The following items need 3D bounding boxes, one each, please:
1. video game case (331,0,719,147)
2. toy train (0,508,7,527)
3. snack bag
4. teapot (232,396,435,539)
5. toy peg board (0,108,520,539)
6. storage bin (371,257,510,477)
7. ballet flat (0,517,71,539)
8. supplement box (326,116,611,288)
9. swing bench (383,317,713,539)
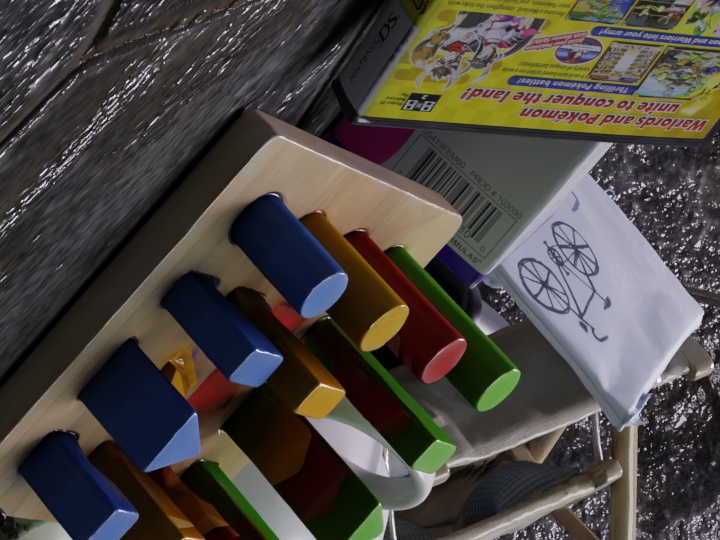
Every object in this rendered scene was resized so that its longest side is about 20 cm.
[{"bbox_3d":[0.111,-0.123,1.111,0.199,0.026,0.181,1,138,-37],"label":"video game case"},{"bbox_3d":[-0.193,0.139,1.127,0.034,0.046,0.200,-60,-177,-40],"label":"toy train"},{"bbox_3d":[0.095,-0.020,1.419,0.021,0.200,0.189,-40,180,25],"label":"snack bag"},{"bbox_3d":[-0.047,0.121,1.361,0.200,0.145,0.198,-83,-164,-77],"label":"teapot"},{"bbox_3d":[-0.038,0.056,1.142,0.200,0.098,0.199,-48,157,10],"label":"toy peg board"},{"bbox_3d":[0.011,0.078,1.639,0.200,0.146,0.134,-50,135,7],"label":"storage bin"},{"bbox_3d":[-0.146,0.130,1.270,0.074,0.074,0.200,-44,173,-30],"label":"ballet flat"},{"bbox_3d":[0.090,-0.106,1.268,0.200,0.101,0.103,-50,174,35],"label":"supplement box"},{"bbox_3d":[0.062,0.112,1.508,0.198,0.130,0.201,-18,135,-33],"label":"swing bench"}]
